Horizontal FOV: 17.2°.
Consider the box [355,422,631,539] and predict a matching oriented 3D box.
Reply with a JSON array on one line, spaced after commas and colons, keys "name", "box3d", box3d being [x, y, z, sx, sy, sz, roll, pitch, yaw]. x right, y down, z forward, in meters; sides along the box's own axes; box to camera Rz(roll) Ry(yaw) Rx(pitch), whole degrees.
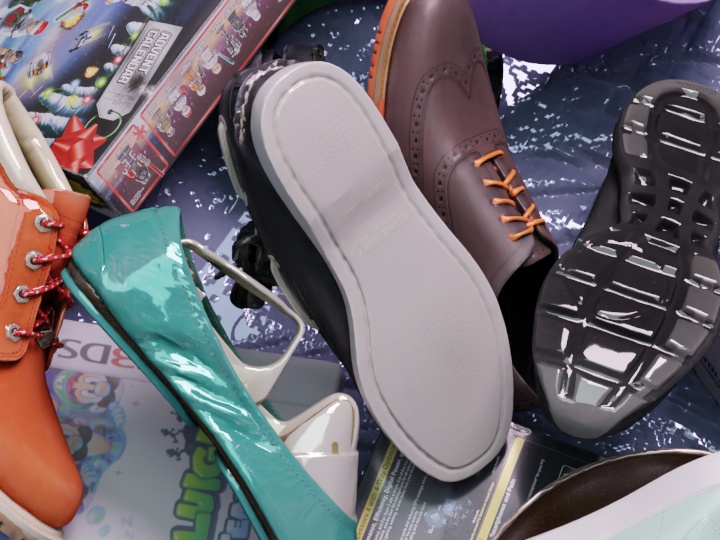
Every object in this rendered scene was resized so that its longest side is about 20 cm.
[{"name": "box", "box3d": [0.055, 0.169, 1.038, 0.161, 0.049, 0.200, 20, 73, 6]}]

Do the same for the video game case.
[{"name": "video game case", "box3d": [-0.114, 0.114, 1.050, 0.182, 0.024, 0.200, 9, 57, 6]}]

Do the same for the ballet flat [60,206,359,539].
[{"name": "ballet flat", "box3d": [-0.042, 0.056, 0.996, 0.070, 0.067, 0.200, -36, 94, 3]}]

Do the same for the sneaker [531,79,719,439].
[{"name": "sneaker", "box3d": [0.123, 0.007, 1.035, 0.075, 0.079, 0.200, 20, 49, 9]}]

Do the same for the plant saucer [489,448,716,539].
[{"name": "plant saucer", "box3d": [0.133, 0.175, 0.995, 0.200, 0.032, 0.201, 1, 71, -3]}]

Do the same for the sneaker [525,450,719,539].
[{"name": "sneaker", "box3d": [0.127, 0.148, 0.948, 0.200, 0.074, 0.118, -24, 68, 0]}]

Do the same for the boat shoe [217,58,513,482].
[{"name": "boat shoe", "box3d": [0.000, 0.000, 1.014, 0.074, 0.060, 0.200, -39, 113, -19]}]

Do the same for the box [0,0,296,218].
[{"name": "box", "box3d": [-0.102, -0.126, 1.119, 0.137, 0.040, 0.200, 22, 70, 41]}]

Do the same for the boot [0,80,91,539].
[{"name": "boot", "box3d": [-0.152, 0.017, 1.019, 0.107, 0.075, 0.200, -27, 82, 7]}]

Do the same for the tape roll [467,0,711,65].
[{"name": "tape roll", "box3d": [0.092, -0.201, 1.089, 0.200, 0.085, 0.200, 18, 62, -37]}]

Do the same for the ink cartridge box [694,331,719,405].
[{"name": "ink cartridge box", "box3d": [0.269, 0.030, 1.060, 0.200, 0.084, 0.144, -31, 72, -8]}]

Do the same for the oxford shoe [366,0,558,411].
[{"name": "oxford shoe", "box3d": [0.054, -0.033, 1.047, 0.072, 0.200, 0.071, 9, 27, 43]}]

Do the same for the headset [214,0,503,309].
[{"name": "headset", "box3d": [-0.010, -0.068, 1.099, 0.123, 0.094, 0.200, 23, 64, 10]}]
